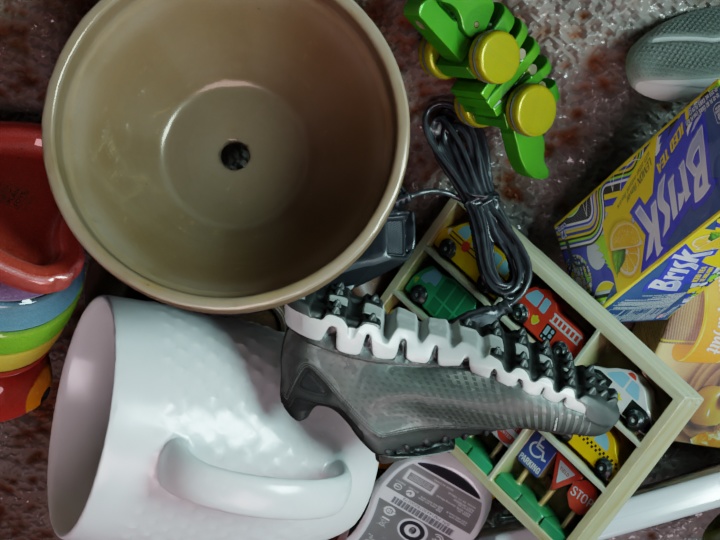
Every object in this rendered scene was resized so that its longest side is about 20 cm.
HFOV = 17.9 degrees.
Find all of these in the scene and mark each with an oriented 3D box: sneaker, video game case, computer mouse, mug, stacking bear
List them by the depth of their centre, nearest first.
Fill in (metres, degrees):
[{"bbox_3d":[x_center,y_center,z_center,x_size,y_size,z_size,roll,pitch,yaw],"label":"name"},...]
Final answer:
[{"bbox_3d":[0.044,0.071,1.290,0.200,0.066,0.091,16,109,-1],"label":"sneaker"},{"bbox_3d":[0.252,-0.107,1.313,0.200,0.070,0.080,-3,132,-2],"label":"sneaker"},{"bbox_3d":[0.000,0.000,1.341,0.200,0.141,0.046,-24,168,-6],"label":"computer mouse"},{"bbox_3d":[-0.076,0.106,1.345,0.175,0.200,0.148,10,99,-19],"label":"mug"},{"bbox_3d":[-0.218,0.017,1.365,0.114,0.121,0.200,23,136,3],"label":"stacking bear"},{"bbox_3d":[0.169,0.152,1.449,0.200,0.024,0.182,-15,174,-6],"label":"video game case"},{"bbox_3d":[0.026,0.174,1.462,0.110,0.044,0.200,32,128,-4],"label":"computer mouse"}]

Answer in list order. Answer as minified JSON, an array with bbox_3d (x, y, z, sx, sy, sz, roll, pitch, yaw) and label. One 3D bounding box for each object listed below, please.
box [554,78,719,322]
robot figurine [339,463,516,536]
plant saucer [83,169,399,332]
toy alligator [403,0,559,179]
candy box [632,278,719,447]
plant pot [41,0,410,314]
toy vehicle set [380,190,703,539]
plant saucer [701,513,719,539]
[{"bbox_3d":[0.189,-0.038,1.307,0.064,0.070,0.200,-5,159,-26],"label":"box"},{"bbox_3d":[0.062,0.110,1.479,0.200,0.058,0.145,-17,136,11],"label":"robot figurine"},{"bbox_3d":[-0.073,0.026,1.426,0.200,0.035,0.200,-1,129,-1],"label":"plant saucer"},{"bbox_3d":[0.064,-0.136,1.293,0.054,0.059,0.200,-50,122,-19],"label":"toy alligator"},{"bbox_3d":[0.243,0.022,1.425,0.115,0.055,0.200,8,128,-11],"label":"candy box"},{"bbox_3d":[-0.074,-0.072,1.282,0.201,0.201,0.093,0,174,-1],"label":"plant pot"},{"bbox_3d":[0.093,0.061,1.356,0.027,0.200,0.124,8,120,-56],"label":"toy vehicle set"},{"bbox_3d":[0.292,0.137,1.461,0.200,0.200,0.031,-36,85,23],"label":"plant saucer"}]
